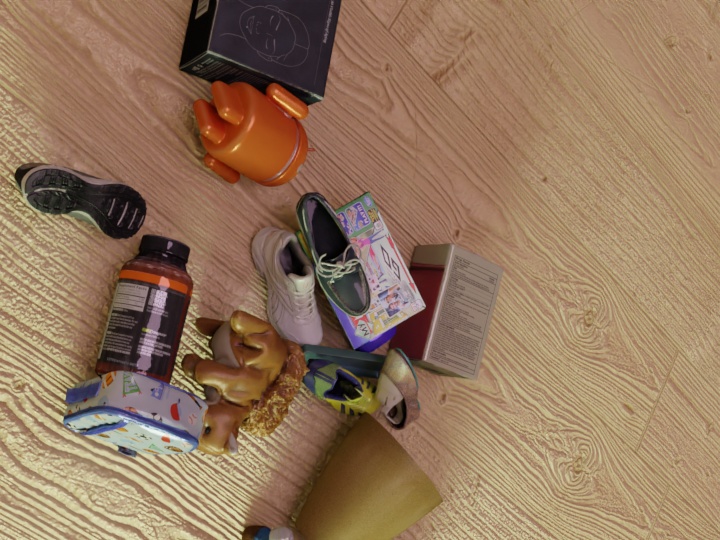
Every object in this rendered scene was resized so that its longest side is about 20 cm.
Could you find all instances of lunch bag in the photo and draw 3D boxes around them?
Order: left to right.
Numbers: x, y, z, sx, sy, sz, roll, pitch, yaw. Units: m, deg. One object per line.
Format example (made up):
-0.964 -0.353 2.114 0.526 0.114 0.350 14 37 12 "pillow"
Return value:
-0.303 0.190 1.184 0.158 0.198 0.077 25 62 -30 "lunch bag"

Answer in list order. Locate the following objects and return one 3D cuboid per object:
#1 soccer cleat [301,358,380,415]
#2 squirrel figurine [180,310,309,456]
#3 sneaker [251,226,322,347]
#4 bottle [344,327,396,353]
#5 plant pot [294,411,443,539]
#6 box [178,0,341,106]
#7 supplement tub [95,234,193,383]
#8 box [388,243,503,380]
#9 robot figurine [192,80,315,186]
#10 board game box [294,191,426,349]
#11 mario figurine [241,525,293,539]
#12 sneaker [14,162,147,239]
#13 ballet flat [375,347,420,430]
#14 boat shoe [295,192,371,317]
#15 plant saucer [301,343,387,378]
-0.016 0.195 1.416 0.199 0.083 0.066 35 78 -50 "soccer cleat"
-0.168 0.179 1.298 0.198 0.140 0.191 28 67 -38 "squirrel figurine"
-0.101 0.032 1.372 0.077 0.099 0.204 -29 105 -29 "sneaker"
-0.014 0.031 1.450 0.083 0.065 0.203 -32 107 -24 "bottle"
-0.001 0.362 1.407 0.200 0.186 0.187 -43 112 -12 "plant pot"
-0.143 -0.370 1.331 0.193 0.123 0.205 16 80 -31 "box"
-0.291 0.057 1.239 0.105 0.106 0.205 20 76 -31 "supplement tub"
0.145 0.070 1.531 0.126 0.108 0.205 22 78 -31 "box"
-0.153 -0.197 1.314 0.199 0.115 0.147 29 81 -49 "robot figurine"
0.000 0.000 1.395 0.133 0.029 0.203 -28 95 -7 "board game box"
-0.122 0.432 1.297 0.124 0.198 0.107 47 66 -23 "mario figurine"
-0.372 -0.102 1.209 0.198 0.079 0.075 23 94 -49 "sneaker"
0.059 0.203 1.455 0.067 0.068 0.202 -39 144 -17 "ballet flat"
-0.037 -0.023 1.344 0.073 0.062 0.204 -21 94 -7 "boat shoe"
-0.026 0.146 1.441 0.197 0.070 0.019 11 59 -36 "plant saucer"
